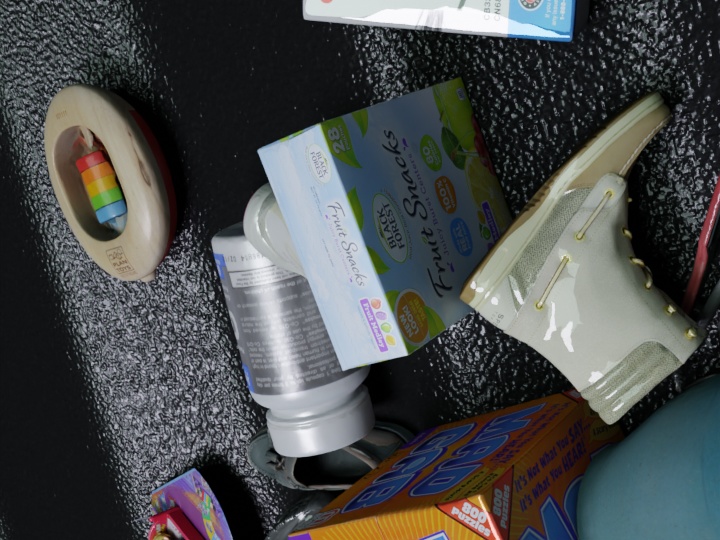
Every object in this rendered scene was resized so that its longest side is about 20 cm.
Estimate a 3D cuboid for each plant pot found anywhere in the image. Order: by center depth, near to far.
[{"bbox_3d":[0.258,0.165,0.776,0.188,0.199,0.201,-31,88,53],"label":"plant pot"}]

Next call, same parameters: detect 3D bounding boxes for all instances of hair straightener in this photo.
[{"bbox_3d":[0.267,0.008,0.795,0.077,0.041,0.201,27,121,26],"label":"hair straightener"}]

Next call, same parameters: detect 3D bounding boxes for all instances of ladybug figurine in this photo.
[{"bbox_3d":[-0.236,-0.086,1.105,0.135,0.072,0.201,-13,99,38],"label":"ladybug figurine"}]

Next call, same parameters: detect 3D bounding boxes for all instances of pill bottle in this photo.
[{"bbox_3d":[-0.054,0.053,0.998,0.113,0.114,0.202,-5,104,37],"label":"pill bottle"}]

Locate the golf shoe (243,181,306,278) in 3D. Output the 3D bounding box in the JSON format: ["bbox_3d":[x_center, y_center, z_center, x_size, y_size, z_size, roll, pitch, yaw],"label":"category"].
[{"bbox_3d":[0.000,0.000,0.906,0.076,0.199,0.091,-63,25,-7],"label":"golf shoe"}]

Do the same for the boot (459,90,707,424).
[{"bbox_3d":[0.187,-0.010,0.800,0.154,0.072,0.200,41,90,3],"label":"boot"}]

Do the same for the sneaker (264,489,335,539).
[{"bbox_3d":[-0.054,0.287,1.122,0.091,0.076,0.201,37,134,12],"label":"sneaker"}]

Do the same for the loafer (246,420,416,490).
[{"bbox_3d":[-0.039,0.173,1.065,0.199,0.063,0.072,-6,103,37],"label":"loafer"}]

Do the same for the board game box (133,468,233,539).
[{"bbox_3d":[-0.190,0.302,1.196,0.200,0.039,0.159,-35,72,54],"label":"board game box"}]

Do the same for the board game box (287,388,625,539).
[{"bbox_3d":[0.107,0.237,0.893,0.199,0.199,0.201,-22,94,41],"label":"board game box"}]

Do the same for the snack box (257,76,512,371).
[{"bbox_3d":[0.034,-0.041,0.844,0.067,0.200,0.170,-17,97,39],"label":"snack box"}]

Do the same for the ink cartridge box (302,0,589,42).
[{"bbox_3d":[0.062,-0.244,0.794,0.198,0.084,0.147,7,113,17],"label":"ink cartridge box"}]
